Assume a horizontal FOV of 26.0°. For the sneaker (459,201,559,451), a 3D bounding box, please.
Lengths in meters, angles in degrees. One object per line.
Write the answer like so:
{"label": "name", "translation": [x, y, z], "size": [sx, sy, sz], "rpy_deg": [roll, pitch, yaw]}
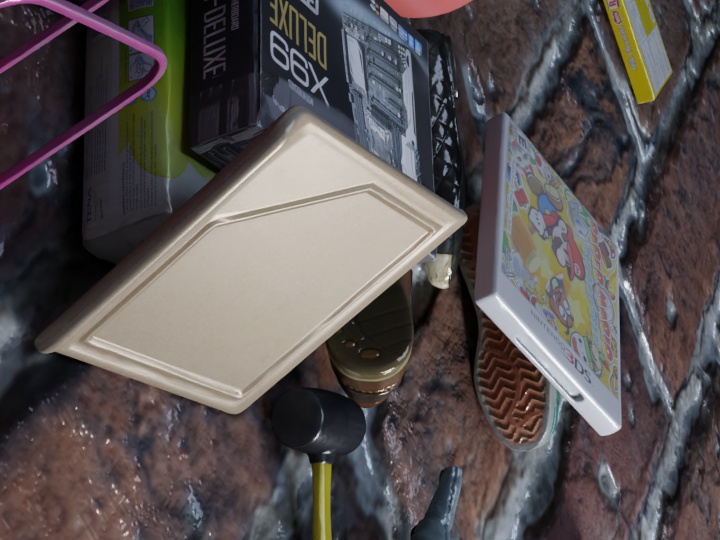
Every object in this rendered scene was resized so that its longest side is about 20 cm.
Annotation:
{"label": "sneaker", "translation": [0.132, 0.044, 1.253], "size": [0.080, 0.071, 0.202], "rpy_deg": [7, 71, -56]}

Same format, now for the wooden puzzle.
{"label": "wooden puzzle", "translation": [-0.055, -0.002, 0.839], "size": [0.200, 0.185, 0.037], "rpy_deg": [24, 30, -58]}

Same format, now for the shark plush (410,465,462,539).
{"label": "shark plush", "translation": [0.052, 0.226, 1.019], "size": [0.091, 0.083, 0.201], "rpy_deg": [59, 33, -29]}

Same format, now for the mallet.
{"label": "mallet", "translation": [-0.028, 0.169, 0.950], "size": [0.066, 0.041, 0.202], "rpy_deg": [34, 54, -56]}

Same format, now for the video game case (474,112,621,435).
{"label": "video game case", "translation": [0.152, 0.001, 1.231], "size": [0.182, 0.023, 0.201], "rpy_deg": [45, 35, -33]}

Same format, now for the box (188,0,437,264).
{"label": "box", "translation": [-0.024, -0.107, 0.916], "size": [0.200, 0.049, 0.159], "rpy_deg": [35, 47, -52]}

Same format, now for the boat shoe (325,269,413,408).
{"label": "boat shoe", "translation": [0.000, 0.000, 1.051], "size": [0.068, 0.071, 0.201], "rpy_deg": [95, -5, -53]}

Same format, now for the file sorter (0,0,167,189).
{"label": "file sorter", "translation": [-0.182, -0.144, 0.625], "size": [0.201, 0.125, 0.139], "rpy_deg": [63, 15, 14]}

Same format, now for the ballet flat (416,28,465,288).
{"label": "ballet flat", "translation": [0.051, -0.086, 1.202], "size": [0.066, 0.056, 0.202], "rpy_deg": [72, 13, -84]}

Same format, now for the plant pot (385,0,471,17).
{"label": "plant pot", "translation": [0.024, -0.276, 1.083], "size": [0.177, 0.199, 0.202], "rpy_deg": [39, 45, -63]}

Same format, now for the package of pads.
{"label": "package of pads", "translation": [-0.081, -0.057, 0.913], "size": [0.200, 0.068, 0.156], "rpy_deg": [28, 53, -54]}

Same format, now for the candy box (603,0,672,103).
{"label": "candy box", "translation": [0.301, -0.297, 1.751], "size": [0.102, 0.026, 0.201], "rpy_deg": [-44, 117, -55]}
